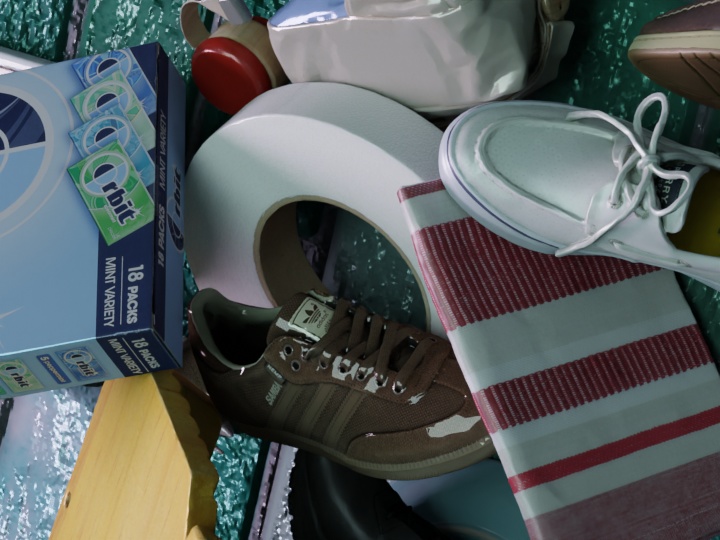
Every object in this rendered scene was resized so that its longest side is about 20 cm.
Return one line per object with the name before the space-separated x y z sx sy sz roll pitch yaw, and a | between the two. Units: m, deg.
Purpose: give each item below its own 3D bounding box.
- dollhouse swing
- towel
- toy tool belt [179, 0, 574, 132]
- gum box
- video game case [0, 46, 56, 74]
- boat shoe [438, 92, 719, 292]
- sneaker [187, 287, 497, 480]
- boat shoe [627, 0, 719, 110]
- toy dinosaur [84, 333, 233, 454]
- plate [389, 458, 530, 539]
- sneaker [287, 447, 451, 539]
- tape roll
dollhouse swing | -0.046 0.164 1.297 0.200 0.175 0.182 -120 48 -61
towel | 0.104 0.042 1.231 0.023 0.144 0.201 -33 75 50
toy tool belt | 0.019 -0.134 1.308 0.200 0.123 0.125 -4 126 43
gum box | -0.188 -0.017 1.314 0.199 0.045 0.170 -11 57 14
video game case | -0.245 -0.048 1.549 0.200 0.023 0.182 18 106 34
boat shoe | 0.135 -0.034 1.180 0.201 0.086 0.075 22 74 1
sneaker | -0.009 0.050 1.273 0.200 0.071 0.076 2 135 41
boat shoe | 0.213 -0.115 1.190 0.200 0.072 0.072 -2 63 46
toy dinosaur | -0.159 0.038 1.428 0.102 0.199 0.077 -157 80 -71
plate | 0.057 0.197 1.354 0.200 0.026 0.201 5 98 35
sneaker | 0.031 0.161 1.319 0.091 0.076 0.201 -24 88 26
tape roll | 0.000 0.000 1.314 0.202 0.037 0.203 22 134 25
